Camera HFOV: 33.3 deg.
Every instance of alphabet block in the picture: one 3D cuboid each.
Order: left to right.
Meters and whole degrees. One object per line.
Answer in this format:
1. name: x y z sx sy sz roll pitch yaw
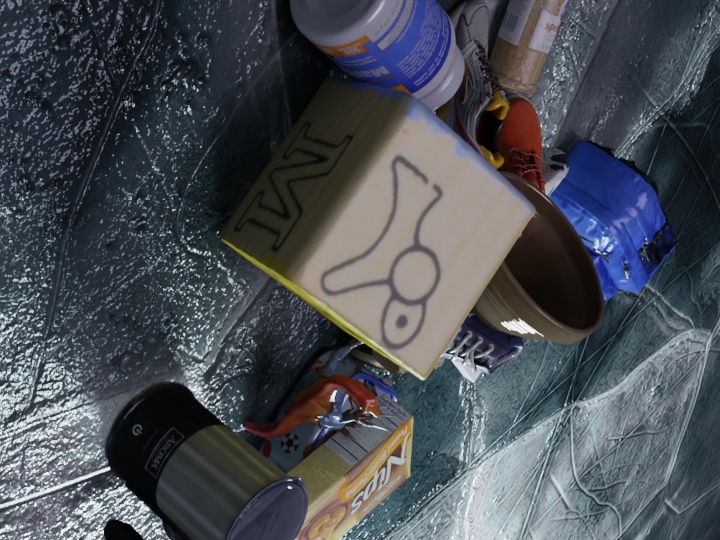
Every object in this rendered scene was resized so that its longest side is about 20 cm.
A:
1. alphabet block: 0.014 -0.046 1.174 0.195 0.196 0.201 38 85 -27

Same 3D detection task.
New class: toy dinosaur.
1. toy dinosaur: -0.034 0.150 1.291 0.199 0.106 0.182 -33 170 0

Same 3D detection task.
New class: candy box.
1. candy box: -0.023 0.249 1.404 0.199 0.055 0.116 -37 146 -32

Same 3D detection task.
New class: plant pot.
1. plant pot: 0.167 0.002 1.305 0.092 0.203 0.200 -37 159 32

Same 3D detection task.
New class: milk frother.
1. milk frother: -0.145 0.243 1.251 0.199 0.187 0.182 12 107 -55

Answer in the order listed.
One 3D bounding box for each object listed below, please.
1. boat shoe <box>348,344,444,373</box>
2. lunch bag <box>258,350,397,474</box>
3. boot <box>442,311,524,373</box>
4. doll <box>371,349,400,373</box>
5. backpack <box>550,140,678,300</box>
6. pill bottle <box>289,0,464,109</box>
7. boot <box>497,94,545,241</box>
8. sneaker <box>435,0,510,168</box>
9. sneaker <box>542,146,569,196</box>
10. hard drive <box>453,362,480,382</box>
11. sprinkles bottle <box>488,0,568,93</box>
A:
1. boat shoe: 0.053 0.085 1.498 0.200 0.071 0.067 4 108 -59
2. lunch bag: -0.038 0.199 1.461 0.201 0.075 0.160 -55 149 -4
3. boot: 0.108 0.071 1.307 0.199 0.091 0.073 -15 148 -54
4. doll: 0.099 0.039 1.427 0.199 0.048 0.137 -36 155 -39
5. backpack: 0.333 -0.064 1.656 0.168 0.162 0.200 -50 147 -11
6. pill bottle: 0.026 -0.231 1.169 0.113 0.111 0.200 -58 146 0
7. boot: 0.193 -0.119 1.433 0.107 0.074 0.203 144 -49 -75
8. sneaker: 0.130 -0.198 1.322 0.077 0.081 0.204 7 83 -53
9. sneaker: 0.194 -0.063 1.552 0.199 0.079 0.130 -45 146 -20
10. hard drive: 0.190 0.047 1.679 0.201 0.025 0.132 -53 146 -9
11. sprinkles bottle: 0.204 -0.308 1.381 0.068 0.068 0.202 -4 119 -51
